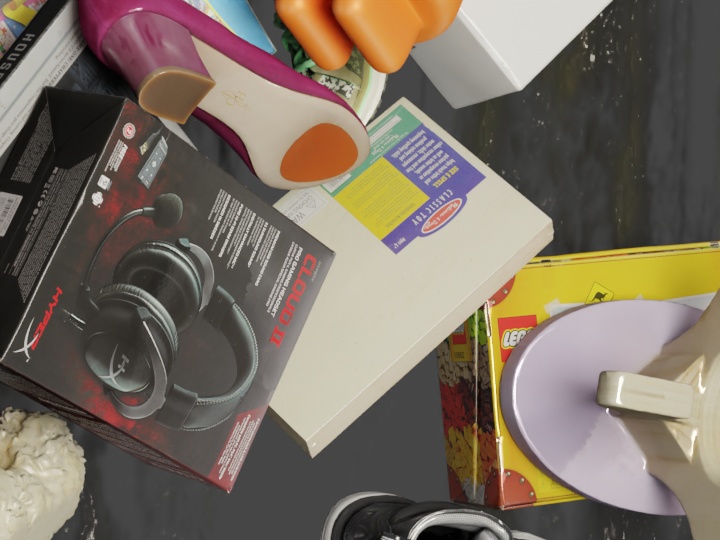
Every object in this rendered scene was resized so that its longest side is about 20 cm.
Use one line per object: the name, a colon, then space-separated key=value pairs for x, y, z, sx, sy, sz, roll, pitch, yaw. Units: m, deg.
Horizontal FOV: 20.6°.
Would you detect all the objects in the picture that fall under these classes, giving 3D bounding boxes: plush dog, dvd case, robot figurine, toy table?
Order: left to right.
plush dog: x=-0.265 y=0.122 z=1.055 sx=0.171 sy=0.161 sz=0.201 roll=30 pitch=74 yaw=10
dvd case: x=-0.149 y=-0.028 z=1.083 sx=0.151 sy=0.025 sz=0.200 roll=-56 pitch=132 yaw=-21
robot figurine: x=0.022 y=-0.209 z=1.117 sx=0.116 sy=0.144 sz=0.201 roll=27 pitch=67 yaw=-14
toy table: x=0.196 y=0.083 z=1.154 sx=0.199 sy=0.117 sz=0.185 roll=-2 pitch=88 yaw=-22

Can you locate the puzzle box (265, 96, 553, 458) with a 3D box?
puzzle box: x=0.000 y=0.000 z=1.168 sx=0.200 sy=0.025 sz=0.133 roll=-40 pitch=62 yaw=-14

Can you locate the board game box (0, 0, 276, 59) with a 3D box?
board game box: x=-0.172 y=-0.135 z=1.135 sx=0.200 sy=0.064 sz=0.148 roll=-35 pitch=101 yaw=-19

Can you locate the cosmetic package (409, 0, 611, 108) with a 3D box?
cosmetic package: x=0.123 y=-0.195 z=1.231 sx=0.200 sy=0.101 sz=0.071 roll=-44 pitch=103 yaw=-17

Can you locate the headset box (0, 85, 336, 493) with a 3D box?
headset box: x=-0.112 y=0.017 z=1.059 sx=0.200 sy=0.077 sz=0.150 roll=37 pitch=72 yaw=-42

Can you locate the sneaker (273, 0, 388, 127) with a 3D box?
sneaker: x=-0.027 y=-0.149 z=1.188 sx=0.088 sy=0.077 sz=0.201 roll=20 pitch=72 yaw=-18

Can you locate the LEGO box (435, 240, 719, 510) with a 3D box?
LEGO box: x=0.153 y=0.063 z=1.242 sx=0.199 sy=0.077 sz=0.150 roll=-4 pitch=89 yaw=-21

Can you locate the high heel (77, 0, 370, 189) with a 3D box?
high heel: x=-0.070 y=-0.109 z=1.082 sx=0.067 sy=0.096 sz=0.200 roll=-42 pitch=147 yaw=16

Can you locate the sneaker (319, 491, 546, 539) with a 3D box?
sneaker: x=0.080 y=0.188 z=1.188 sx=0.199 sy=0.114 sz=0.076 roll=20 pitch=81 yaw=-19
